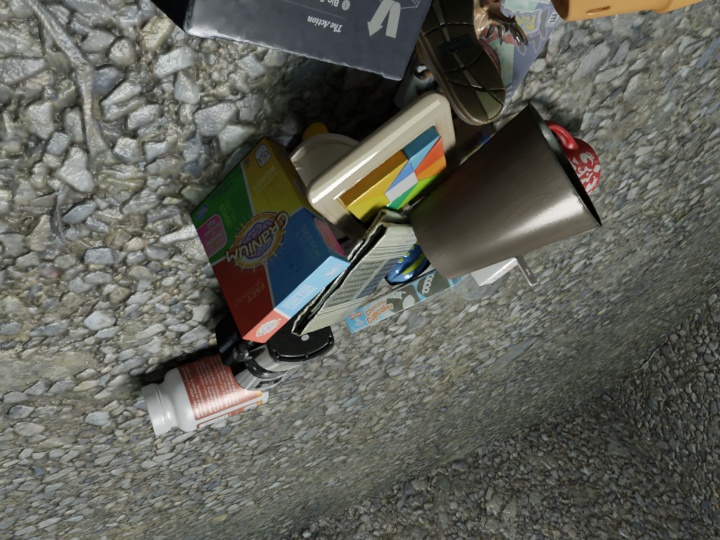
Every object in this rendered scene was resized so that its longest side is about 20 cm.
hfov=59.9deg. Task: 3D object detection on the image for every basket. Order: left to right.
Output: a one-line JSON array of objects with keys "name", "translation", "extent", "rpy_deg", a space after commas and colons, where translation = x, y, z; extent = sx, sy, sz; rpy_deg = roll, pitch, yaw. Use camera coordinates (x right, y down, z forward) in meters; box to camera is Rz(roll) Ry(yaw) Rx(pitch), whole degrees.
[{"name": "basket", "translation": [0.174, -0.084, 0.805], "extent": [0.199, 0.136, 0.181], "rpy_deg": [-30, 112, 25]}]

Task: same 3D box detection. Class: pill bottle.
[{"name": "pill bottle", "translation": [-0.270, 0.210, 1.088], "extent": [0.199, 0.113, 0.113], "rpy_deg": [-17, 148, -22]}]

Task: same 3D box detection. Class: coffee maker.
[{"name": "coffee maker", "translation": [-0.138, 0.075, 0.975], "extent": [0.134, 0.194, 0.200], "rpy_deg": [14, 153, -25]}]

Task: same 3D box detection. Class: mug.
[{"name": "mug", "translation": [0.304, -0.151, 1.019], "extent": [0.199, 0.134, 0.178], "rpy_deg": [-26, 164, -32]}]

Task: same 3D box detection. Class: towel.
[{"name": "towel", "translation": [0.000, 0.000, 0.847], "extent": [0.193, 0.035, 0.200], "rpy_deg": [-49, 168, 16]}]

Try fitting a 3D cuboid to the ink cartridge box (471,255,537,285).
[{"name": "ink cartridge box", "translation": [0.179, -0.045, 0.937], "extent": [0.067, 0.201, 0.116], "rpy_deg": [-37, 168, 18]}]

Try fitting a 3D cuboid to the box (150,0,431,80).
[{"name": "box", "translation": [-0.035, -0.265, 0.447], "extent": [0.196, 0.117, 0.201], "rpy_deg": [-2, 125, -41]}]

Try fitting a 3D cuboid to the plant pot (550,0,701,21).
[{"name": "plant pot", "translation": [0.266, -0.357, 0.656], "extent": [0.139, 0.202, 0.200], "rpy_deg": [-18, 152, 11]}]

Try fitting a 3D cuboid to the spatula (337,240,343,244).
[{"name": "spatula", "translation": [-0.028, -0.068, 0.979], "extent": [0.056, 0.021, 0.201], "rpy_deg": [-5, 141, -36]}]

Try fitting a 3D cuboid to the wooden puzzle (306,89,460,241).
[{"name": "wooden puzzle", "translation": [0.041, -0.109, 0.751], "extent": [0.184, 0.037, 0.200], "rpy_deg": [-37, 162, 5]}]

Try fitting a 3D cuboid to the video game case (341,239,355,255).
[{"name": "video game case", "translation": [-0.015, 0.010, 1.037], "extent": [0.182, 0.023, 0.201], "rpy_deg": [-34, 156, -36]}]

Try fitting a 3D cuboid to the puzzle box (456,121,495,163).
[{"name": "puzzle box", "translation": [0.142, -0.163, 0.925], "extent": [0.133, 0.026, 0.200], "rpy_deg": [-37, 169, 12]}]

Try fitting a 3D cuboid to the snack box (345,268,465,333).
[{"name": "snack box", "translation": [0.079, 0.041, 1.058], "extent": [0.199, 0.037, 0.116], "rpy_deg": [-27, 178, 25]}]

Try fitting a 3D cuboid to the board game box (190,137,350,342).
[{"name": "board game box", "translation": [-0.117, -0.039, 0.761], "extent": [0.153, 0.201, 0.040], "rpy_deg": [-42, 149, 18]}]

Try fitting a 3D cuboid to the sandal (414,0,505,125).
[{"name": "sandal", "translation": [0.093, -0.243, 0.666], "extent": [0.081, 0.201, 0.055], "rpy_deg": [-23, 176, -16]}]

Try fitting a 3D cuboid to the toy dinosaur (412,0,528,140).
[{"name": "toy dinosaur", "translation": [0.143, -0.248, 0.764], "extent": [0.135, 0.086, 0.200], "rpy_deg": [-37, 156, -1]}]

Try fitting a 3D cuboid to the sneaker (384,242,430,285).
[{"name": "sneaker", "translation": [0.107, -0.044, 1.068], "extent": [0.199, 0.071, 0.083], "rpy_deg": [-41, 179, -30]}]

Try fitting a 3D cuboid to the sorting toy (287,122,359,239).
[{"name": "sorting toy", "translation": [-0.030, -0.101, 0.859], "extent": [0.200, 0.107, 0.180], "rpy_deg": [-43, 155, 21]}]

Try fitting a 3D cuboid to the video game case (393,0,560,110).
[{"name": "video game case", "translation": [0.158, -0.288, 0.814], "extent": [0.199, 0.023, 0.183], "rpy_deg": [-9, 144, -34]}]
